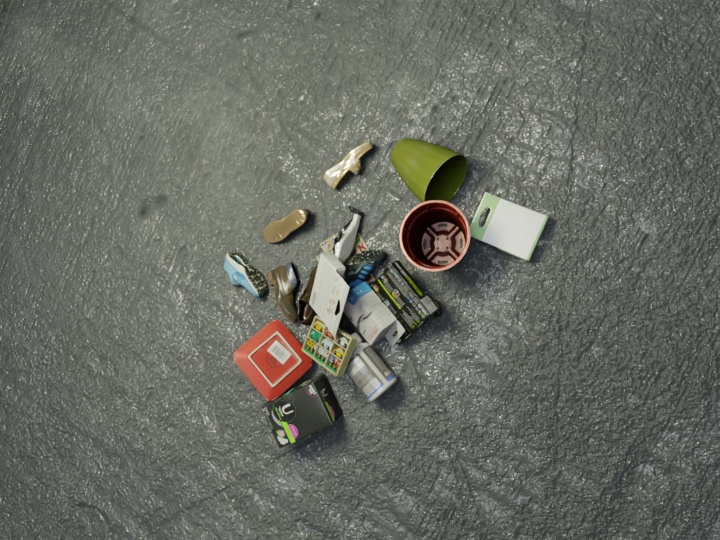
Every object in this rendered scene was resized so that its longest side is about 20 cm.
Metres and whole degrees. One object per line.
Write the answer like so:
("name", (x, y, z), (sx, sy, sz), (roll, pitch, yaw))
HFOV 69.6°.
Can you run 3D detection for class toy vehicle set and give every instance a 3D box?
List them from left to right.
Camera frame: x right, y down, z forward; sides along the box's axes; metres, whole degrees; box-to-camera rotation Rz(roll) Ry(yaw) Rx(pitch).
("toy vehicle set", (-0.101, 0.234, 1.619), (0.200, 0.026, 0.125), (24, 94, 47))

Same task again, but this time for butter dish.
("butter dish", (-0.294, 0.300, 1.707), (0.199, 0.148, 0.200), (-40, 89, -25))

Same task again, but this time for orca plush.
("orca plush", (-0.061, -0.113, 1.679), (0.071, 0.105, 0.201), (6, 78, 35))

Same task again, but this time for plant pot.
("plant pot", (0.193, -0.319, 1.598), (0.200, 0.187, 0.187), (42, 98, 30))
("plant pot", (0.235, -0.091, 1.545), (0.199, 0.195, 0.202), (-1, 85, 17))

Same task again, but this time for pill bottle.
("pill bottle", (0.013, 0.301, 1.627), (0.114, 0.114, 0.200), (-43, 76, 10))

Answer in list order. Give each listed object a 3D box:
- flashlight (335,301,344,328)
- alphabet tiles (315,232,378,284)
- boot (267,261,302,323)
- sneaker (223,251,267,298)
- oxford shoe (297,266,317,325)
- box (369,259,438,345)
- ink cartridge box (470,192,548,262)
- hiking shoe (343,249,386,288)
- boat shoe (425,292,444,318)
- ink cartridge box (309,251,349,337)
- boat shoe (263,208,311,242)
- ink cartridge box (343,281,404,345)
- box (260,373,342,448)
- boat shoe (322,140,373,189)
("flashlight", (-0.091, 0.173, 1.694), (0.068, 0.067, 0.201), (7, 85, 53))
("alphabet tiles", (-0.044, -0.029, 1.697), (0.166, 0.006, 0.201), (-29, 78, -5))
("boot", (-0.235, 0.070, 1.737), (0.097, 0.075, 0.201), (-31, 76, 15))
("sneaker", (-0.403, 0.027, 1.803), (0.200, 0.078, 0.090), (45, 118, 18))
("oxford shoe", (-0.159, 0.082, 1.706), (0.072, 0.084, 0.201), (8, 85, 29))
("box", (0.117, 0.101, 1.596), (0.200, 0.047, 0.193), (51, 137, 14))
("ink cartridge box", (0.442, -0.131, 1.562), (0.199, 0.048, 0.146), (25, 93, 17))
("hiking shoe", (0.000, 0.000, 1.657), (0.199, 0.087, 0.074), (-28, 35, -20))
("boat shoe", (0.169, 0.084, 1.622), (0.200, 0.061, 0.072), (29, 95, 16))
("ink cartridge box", (-0.083, 0.072, 1.574), (0.174, 0.043, 0.201), (47, 134, 38))
("boat shoe", (-0.247, -0.153, 1.762), (0.199, 0.065, 0.072), (-28, 87, 32))
("ink cartridge box", (0.036, 0.150, 1.611), (0.200, 0.068, 0.116), (49, 144, 16))
("box", (-0.186, 0.447, 1.662), (0.199, 0.124, 0.149), (-26, 87, 12))
("boat shoe", (-0.030, -0.344, 1.712), (0.200, 0.074, 0.069), (-38, 89, 12))
